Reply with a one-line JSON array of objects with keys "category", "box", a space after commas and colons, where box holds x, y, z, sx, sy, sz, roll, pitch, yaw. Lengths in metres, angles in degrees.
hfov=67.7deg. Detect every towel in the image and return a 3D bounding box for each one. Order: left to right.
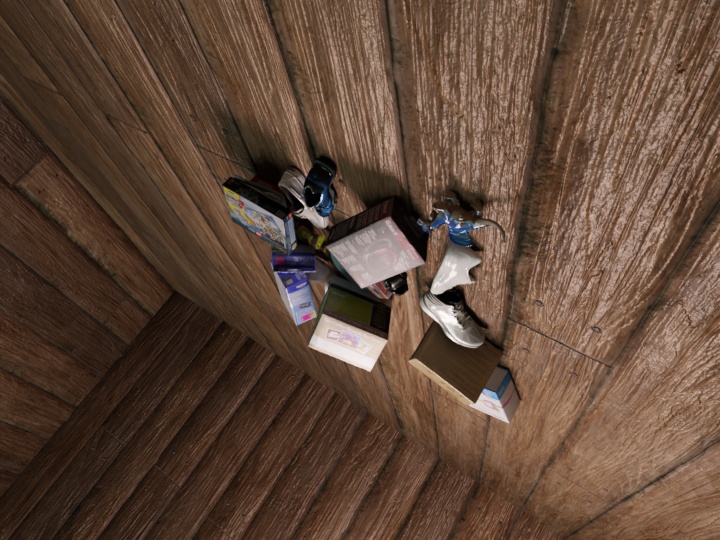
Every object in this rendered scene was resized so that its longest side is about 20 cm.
[{"category": "towel", "box": [-0.261, -0.156, 1.425, 0.198, 0.048, 0.172, 27, 150, 26]}]

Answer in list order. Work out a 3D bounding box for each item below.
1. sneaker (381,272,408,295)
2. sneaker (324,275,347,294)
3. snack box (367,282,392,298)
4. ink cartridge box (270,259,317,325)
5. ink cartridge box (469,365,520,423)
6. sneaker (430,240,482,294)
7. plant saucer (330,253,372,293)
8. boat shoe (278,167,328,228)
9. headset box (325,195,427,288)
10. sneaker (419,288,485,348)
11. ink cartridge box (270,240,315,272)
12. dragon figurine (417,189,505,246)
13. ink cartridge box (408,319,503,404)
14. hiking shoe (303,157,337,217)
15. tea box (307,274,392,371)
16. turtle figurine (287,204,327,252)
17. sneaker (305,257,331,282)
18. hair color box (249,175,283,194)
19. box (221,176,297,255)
[{"category": "sneaker", "box": [0.067, -0.008, 1.330, 0.201, 0.070, 0.098, 56, 179, -44]}, {"category": "sneaker", "box": [-0.043, 0.094, 1.742, 0.146, 0.081, 0.201, 28, 162, 42]}, {"category": "snack box", "box": [0.000, 0.000, 1.426, 0.200, 0.024, 0.072, 46, 165, -19]}, {"category": "ink cartridge box", "box": [-0.200, 0.043, 1.589, 0.137, 0.075, 0.202, 53, 162, 41]}, {"category": "ink cartridge box", "box": [0.380, 0.354, 1.600, 0.143, 0.085, 0.201, 17, 153, 39]}, {"category": "sneaker", "box": [0.213, 0.010, 1.188, 0.087, 0.076, 0.201, 21, 155, 5]}, {"category": "plant saucer", "box": [0.008, -0.006, 1.498, 0.199, 0.039, 0.202, 32, 159, 14]}, {"category": "boat shoe", "box": [-0.146, -0.168, 1.367, 0.071, 0.066, 0.201, 20, 153, 34]}, {"category": "headset box", "box": [0.046, -0.062, 1.192, 0.198, 0.076, 0.149, -23, 124, 30]}, {"category": "sneaker", "box": [0.242, 0.117, 1.340, 0.200, 0.076, 0.115, 39, 160, 1]}, {"category": "ink cartridge box", "box": [-0.187, -0.046, 1.479, 0.117, 0.043, 0.200, 1, -157, -11]}, {"category": "dragon figurine", "box": [0.197, -0.087, 1.019, 0.198, 0.059, 0.100, 25, 156, 29]}, {"category": "ink cartridge box", "box": [0.254, 0.232, 1.433, 0.199, 0.166, 0.075, 37, 161, -1]}, {"category": "hiking shoe", "box": [-0.104, -0.177, 1.257, 0.074, 0.087, 0.201, 30, 158, 14]}, {"category": "tea box", "box": [-0.026, 0.149, 1.551, 0.197, 0.198, 0.135, 23, 122, -5]}, {"category": "turtle figurine", "box": [-0.164, -0.111, 1.469, 0.160, 0.065, 0.200, 32, 169, 23]}, {"category": "sneaker", "box": [-0.177, -0.037, 1.655, 0.198, 0.075, 0.089, 30, 154, 21]}, {"category": "hair color box", "box": [-0.256, -0.170, 1.538, 0.101, 0.062, 0.201, 27, 157, 22]}, {"category": "box", "box": [-0.252, -0.136, 1.348, 0.198, 0.038, 0.137, 30, 150, 19]}]
